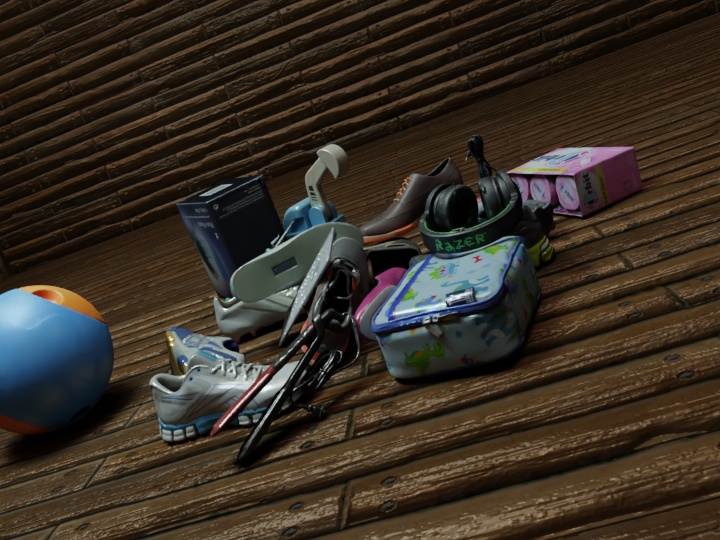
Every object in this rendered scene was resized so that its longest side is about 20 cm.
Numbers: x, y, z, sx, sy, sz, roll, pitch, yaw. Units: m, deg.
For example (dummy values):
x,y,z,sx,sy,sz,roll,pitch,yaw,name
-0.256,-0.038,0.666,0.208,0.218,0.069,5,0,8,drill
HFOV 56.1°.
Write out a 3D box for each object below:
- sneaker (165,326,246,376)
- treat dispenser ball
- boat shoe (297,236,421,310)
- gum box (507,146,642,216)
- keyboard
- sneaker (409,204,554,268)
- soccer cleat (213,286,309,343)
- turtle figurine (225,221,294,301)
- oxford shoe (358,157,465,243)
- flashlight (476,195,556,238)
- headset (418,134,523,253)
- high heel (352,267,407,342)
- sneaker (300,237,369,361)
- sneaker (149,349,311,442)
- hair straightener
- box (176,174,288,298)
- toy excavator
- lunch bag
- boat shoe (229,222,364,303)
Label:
x,y,z,sx,sy,sz,roll,pitch,yaw,name
-0.208,0.121,0.907,0.087,0.077,0.199,-14,19,-23,sneaker
-0.448,0.123,0.942,0.197,0.204,0.201,-19,16,6,treat dispenser ball
0.000,0.000,0.981,0.197,0.076,0.073,-25,4,-11,boat shoe
0.324,-0.142,1.059,0.112,0.067,0.200,-23,15,-14,gum box
-0.072,0.027,0.880,0.201,0.010,0.057,122,166,-47,keyboard
0.154,-0.036,0.904,0.197,0.082,0.074,-14,16,25,sneaker
-0.126,0.041,1.023,0.197,0.079,0.069,-22,16,-4,soccer cleat
-0.122,0.004,1.097,0.199,0.102,0.150,-36,-8,6,turtle figurine
0.071,-0.105,1.033,0.198,0.074,0.071,-31,17,-20,oxford shoe
0.204,-0.073,1.010,0.067,0.069,0.199,-21,19,-18,flashlight
0.137,-0.093,0.826,0.121,0.095,0.201,-10,25,26,headset
0.019,0.038,0.845,0.094,0.069,0.199,-1,20,31,high heel
-0.020,0.020,0.849,0.076,0.083,0.202,16,45,-6,sneaker
-0.152,0.127,0.761,0.196,0.088,0.075,-18,14,9,sneaker
-0.063,0.119,0.707,0.200,0.077,0.041,-48,4,-31,hair straightener
-0.225,-0.056,1.246,0.122,0.202,0.199,-30,18,-25,box
-0.083,-0.113,1.247,0.192,0.203,0.100,-8,20,38,toy excavator
0.105,0.036,0.740,0.158,0.084,0.200,-15,15,29,lunch bag
-0.092,-0.014,0.950,0.198,0.071,0.071,-23,8,-14,boat shoe
